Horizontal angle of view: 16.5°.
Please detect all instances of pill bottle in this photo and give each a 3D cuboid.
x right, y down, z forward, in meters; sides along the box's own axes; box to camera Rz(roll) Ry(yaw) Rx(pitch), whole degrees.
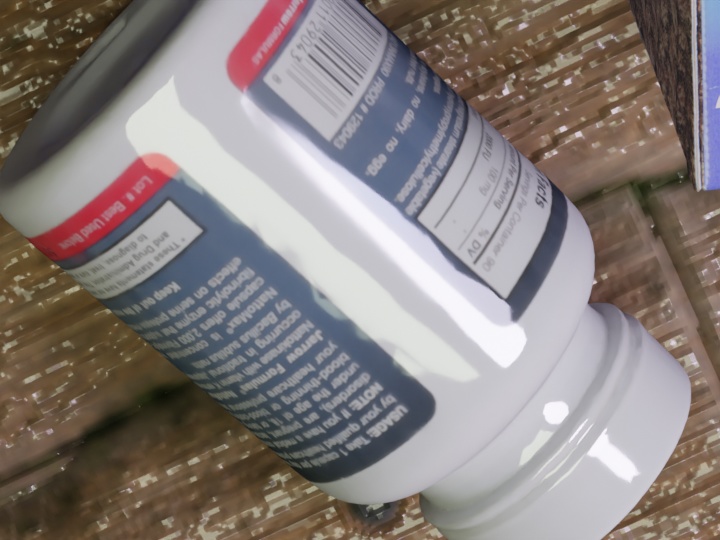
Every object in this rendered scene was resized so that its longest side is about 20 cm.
[{"bbox_3d":[0.000,0.000,0.756,0.200,0.120,0.120,43,101,-16],"label":"pill bottle"}]

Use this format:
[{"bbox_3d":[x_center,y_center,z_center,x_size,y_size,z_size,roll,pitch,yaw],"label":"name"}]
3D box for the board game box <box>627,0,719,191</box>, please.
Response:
[{"bbox_3d":[0.174,-0.115,0.697,0.200,0.160,0.097,-8,125,-2],"label":"board game box"}]
